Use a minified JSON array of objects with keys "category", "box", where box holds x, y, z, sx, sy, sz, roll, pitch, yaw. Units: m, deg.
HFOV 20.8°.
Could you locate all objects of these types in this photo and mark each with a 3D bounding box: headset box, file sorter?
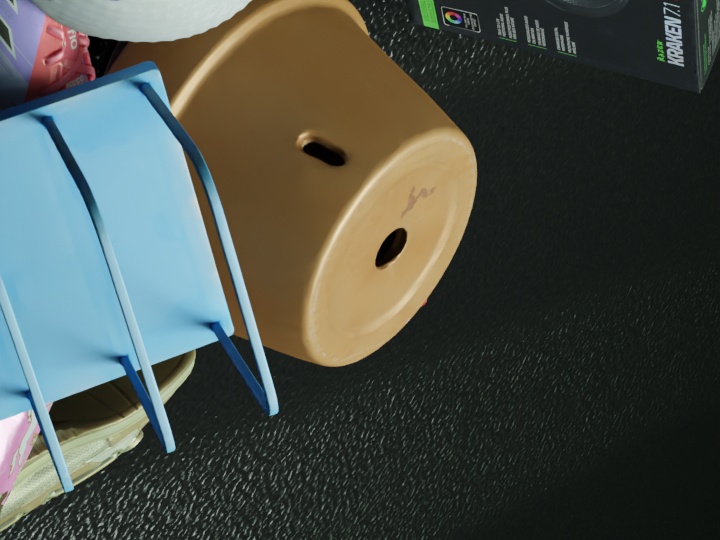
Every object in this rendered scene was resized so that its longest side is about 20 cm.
[{"category":"headset box","box":[0.108,-0.205,1.097,0.174,0.199,0.093,72,40,-59]},{"category":"file sorter","box":[-0.151,0.021,0.841,0.199,0.123,0.139,-20,117,-11]}]

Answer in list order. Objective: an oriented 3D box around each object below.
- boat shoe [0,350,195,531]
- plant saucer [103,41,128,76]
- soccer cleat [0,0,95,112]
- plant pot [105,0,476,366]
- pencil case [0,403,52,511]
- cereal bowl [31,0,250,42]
[{"category":"boat shoe","box":[-0.176,0.093,1.072,0.200,0.073,0.063,-38,155,-29]},{"category":"plant saucer","box":[-0.068,-0.102,1.086,0.200,0.032,0.201,-42,150,-31]},{"category":"soccer cleat","box":[-0.147,-0.112,0.887,0.068,0.073,0.201,-31,143,-41]},{"category":"plant pot","box":[-0.035,-0.042,1.015,0.200,0.140,0.201,-40,149,-30]},{"category":"pencil case","box":[-0.191,0.074,0.963,0.083,0.086,0.201,24,83,-35]},{"category":"cereal bowl","box":[-0.073,-0.194,0.851,0.200,0.083,0.201,-34,131,-53]}]
